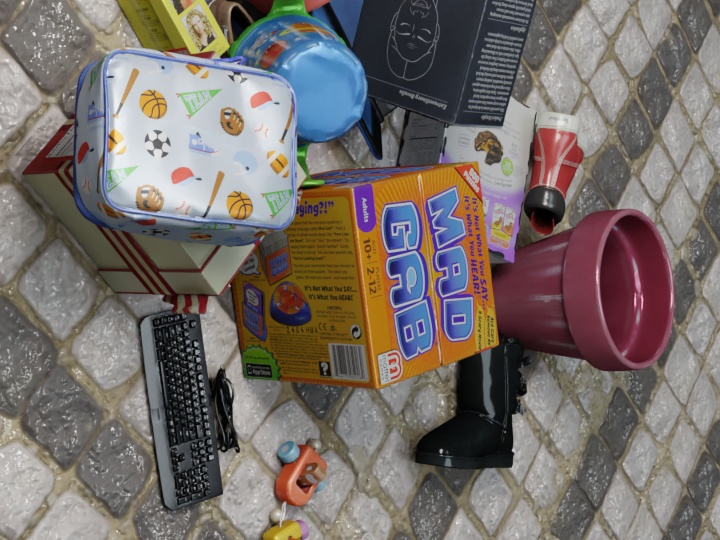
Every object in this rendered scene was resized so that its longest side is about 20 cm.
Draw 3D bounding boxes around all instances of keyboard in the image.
[{"bbox_3d":[-0.165,0.137,1.462,0.104,0.039,0.202,-15,102,-45],"label":"keyboard"}]

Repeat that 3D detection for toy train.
[{"bbox_3d":[-0.038,0.289,1.582,0.151,0.055,0.201,-55,126,-30],"label":"toy train"}]

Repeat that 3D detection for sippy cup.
[{"bbox_3d":[-0.055,-0.181,1.405,0.139,0.130,0.178,-39,111,-6],"label":"sippy cup"}]

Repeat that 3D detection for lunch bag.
[{"bbox_3d":[-0.143,-0.108,1.223,0.199,0.075,0.162,6,76,-33],"label":"lunch bag"}]

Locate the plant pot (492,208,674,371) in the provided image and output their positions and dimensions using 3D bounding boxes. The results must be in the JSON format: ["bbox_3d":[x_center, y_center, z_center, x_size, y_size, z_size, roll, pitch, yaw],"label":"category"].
[{"bbox_3d":[0.273,0.030,1.809,0.199,0.178,0.202,10,77,-50],"label":"plant pot"}]

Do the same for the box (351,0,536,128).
[{"bbox_3d":[0.089,-0.263,1.489,0.107,0.148,0.202,-4,113,-55],"label":"box"}]

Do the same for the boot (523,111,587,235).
[{"bbox_3d":[0.243,-0.114,1.829,0.200,0.072,0.146,19,81,-78],"label":"boot"}]

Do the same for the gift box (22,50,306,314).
[{"bbox_3d":[-0.172,-0.075,1.346,0.185,0.199,0.187,-53,127,-26],"label":"gift box"}]

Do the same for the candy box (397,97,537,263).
[{"bbox_3d":[0.126,-0.125,1.743,0.167,0.071,0.202,20,76,-44],"label":"candy box"}]

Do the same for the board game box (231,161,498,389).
[{"bbox_3d":[0.000,0.000,1.518,0.199,0.199,0.202,-15,101,-45],"label":"board game box"}]

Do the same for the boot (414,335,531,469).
[{"bbox_3d":[0.137,0.159,1.754,0.198,0.073,0.164,7,87,-53],"label":"boot"}]

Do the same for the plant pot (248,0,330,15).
[{"bbox_3d":[-0.090,-0.368,1.445,0.178,0.199,0.201,53,55,-44],"label":"plant pot"}]

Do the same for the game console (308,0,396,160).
[{"bbox_3d":[0.017,-0.254,1.587,0.170,0.118,0.201,-37,119,-16],"label":"game console"}]

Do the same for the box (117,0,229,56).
[{"bbox_3d":[-0.208,-0.287,1.393,0.050,0.075,0.201,-47,123,-32],"label":"box"}]

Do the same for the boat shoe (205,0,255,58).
[{"bbox_3d":[-0.108,-0.195,1.496,0.200,0.072,0.072,53,55,-32],"label":"boat shoe"}]
